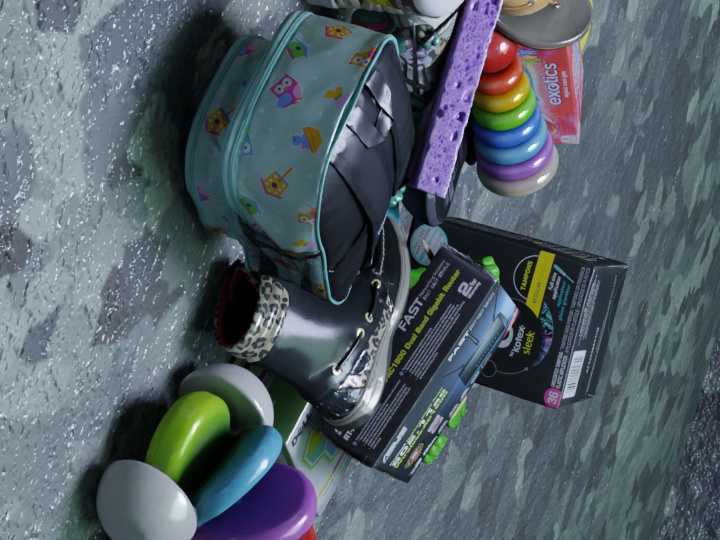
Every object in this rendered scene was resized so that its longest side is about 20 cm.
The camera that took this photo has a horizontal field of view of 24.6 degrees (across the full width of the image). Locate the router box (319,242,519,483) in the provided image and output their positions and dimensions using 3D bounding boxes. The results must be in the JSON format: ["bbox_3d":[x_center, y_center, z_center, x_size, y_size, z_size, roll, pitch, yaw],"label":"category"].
[{"bbox_3d":[0.057,0.087,1.475,0.200,0.062,0.150,-57,161,-3],"label":"router box"}]

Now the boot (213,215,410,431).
[{"bbox_3d":[-0.038,0.014,1.378,0.153,0.073,0.204,33,54,-36],"label":"boot"}]

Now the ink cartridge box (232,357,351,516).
[{"bbox_3d":[-0.057,0.125,1.471,0.104,0.059,0.200,-61,154,-26],"label":"ink cartridge box"}]

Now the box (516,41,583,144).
[{"bbox_3d":[0.170,-0.226,1.667,0.200,0.094,0.103,71,23,-55],"label":"box"}]

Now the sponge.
[{"bbox_3d":[0.081,-0.159,1.329,0.112,0.030,0.201,-95,-158,-87],"label":"sponge"}]

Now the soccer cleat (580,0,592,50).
[{"bbox_3d":[0.205,-0.242,1.804,0.084,0.064,0.201,-13,118,-61],"label":"soccer cleat"}]

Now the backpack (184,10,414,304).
[{"bbox_3d":[-0.042,-0.095,1.226,0.200,0.153,0.176,96,19,-69],"label":"backpack"}]

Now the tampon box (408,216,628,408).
[{"bbox_3d":[0.149,0.039,1.697,0.126,0.199,0.151,-1,106,-65],"label":"tampon box"}]

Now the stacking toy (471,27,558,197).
[{"bbox_3d":[0.136,-0.167,1.611,0.086,0.085,0.200,-58,146,-30],"label":"stacking toy"}]

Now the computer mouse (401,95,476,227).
[{"bbox_3d":[0.072,-0.118,1.615,0.200,0.052,0.139,-66,157,-48],"label":"computer mouse"}]

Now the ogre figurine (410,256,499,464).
[{"bbox_3d":[0.055,0.072,1.612,0.098,0.119,0.201,-16,122,-68],"label":"ogre figurine"}]

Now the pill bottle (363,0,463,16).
[{"bbox_3d":[-0.019,-0.245,1.121,0.109,0.199,0.110,-46,145,-46],"label":"pill bottle"}]

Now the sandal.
[{"bbox_3d":[0.136,-0.270,1.502,0.200,0.055,0.082,37,77,-23],"label":"sandal"}]

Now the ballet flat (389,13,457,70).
[{"bbox_3d":[0.063,-0.264,1.441,0.072,0.072,0.201,-30,138,-58],"label":"ballet flat"}]

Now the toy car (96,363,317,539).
[{"bbox_3d":[-0.104,0.187,1.293,0.175,0.149,0.201,-49,148,-43],"label":"toy car"}]

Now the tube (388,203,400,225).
[{"bbox_3d":[0.000,0.000,1.537,0.200,0.050,0.078,-48,147,-53],"label":"tube"}]

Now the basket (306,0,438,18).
[{"bbox_3d":[0.038,-0.310,1.302,0.201,0.123,0.136,-61,154,-26],"label":"basket"}]

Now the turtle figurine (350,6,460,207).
[{"bbox_3d":[0.020,-0.160,1.394,0.201,0.100,0.150,97,10,-45],"label":"turtle figurine"}]

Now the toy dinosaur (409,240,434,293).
[{"bbox_3d":[0.040,0.037,1.511,0.200,0.060,0.106,-51,178,32],"label":"toy dinosaur"}]
